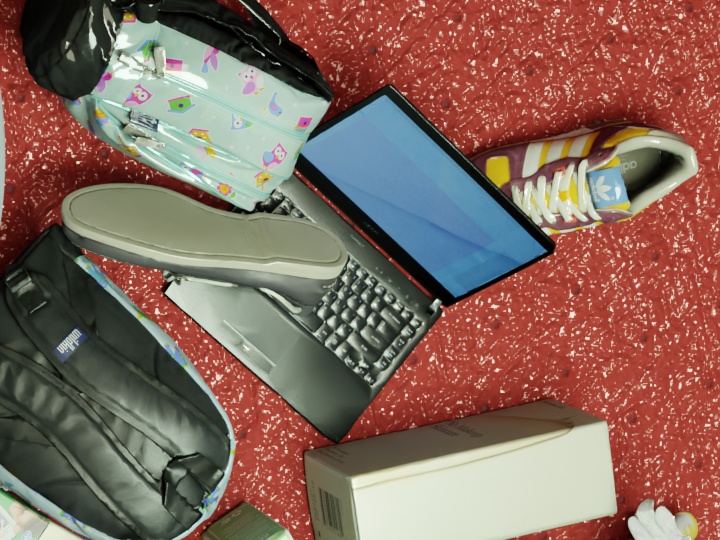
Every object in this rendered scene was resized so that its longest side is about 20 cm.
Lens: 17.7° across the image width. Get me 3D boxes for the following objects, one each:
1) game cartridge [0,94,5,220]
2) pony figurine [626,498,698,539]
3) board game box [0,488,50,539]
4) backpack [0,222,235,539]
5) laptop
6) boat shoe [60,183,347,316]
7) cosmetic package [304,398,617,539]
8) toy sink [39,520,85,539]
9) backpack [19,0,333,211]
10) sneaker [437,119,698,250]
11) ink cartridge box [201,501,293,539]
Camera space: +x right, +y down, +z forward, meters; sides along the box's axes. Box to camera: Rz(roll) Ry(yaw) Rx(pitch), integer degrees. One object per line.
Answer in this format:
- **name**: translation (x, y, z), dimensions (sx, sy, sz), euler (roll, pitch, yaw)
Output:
- **game cartridge**: translation (-0.286, -0.078, 1.462), dimensions (0.133, 0.041, 0.201), euler (2, 86, -41)
- **pony figurine**: translation (0.208, 0.255, 1.678), dimensions (0.166, 0.200, 0.194), euler (-24, 98, 29)
- **board game box**: translation (-0.317, 0.215, 1.543), dimensions (0.134, 0.029, 0.200), euler (34, 84, -11)
- **backpack**: translation (-0.175, 0.098, 1.539), dimensions (0.200, 0.154, 0.163), euler (35, 75, 7)
- **laptop**: translation (0.000, 0.000, 1.609), dimensions (0.177, 0.103, 0.200), euler (43, 81, -20)
- **boat shoe**: translation (-0.109, -0.007, 1.546), dimensions (0.199, 0.073, 0.063), euler (9, 128, -22)
- **cosmetic package**: translation (0.071, 0.152, 1.657), dimensions (0.199, 0.103, 0.073), euler (-12, 100, -20)
- **toy sink**: translation (-0.163, 0.276, 1.576), dimensions (0.200, 0.112, 0.131), euler (35, 84, -21)
- **backpack**: translation (-0.121, -0.130, 1.530), dimensions (0.200, 0.167, 0.127), euler (27, 106, -25)
- **sneaker**: translation (0.145, -0.061, 1.664), dimensions (0.199, 0.090, 0.075), euler (-23, 105, -17)
- **ink cartridge box**: translation (-0.032, 0.245, 1.574), dimensions (0.048, 0.200, 0.146), euler (-35, 106, -13)
